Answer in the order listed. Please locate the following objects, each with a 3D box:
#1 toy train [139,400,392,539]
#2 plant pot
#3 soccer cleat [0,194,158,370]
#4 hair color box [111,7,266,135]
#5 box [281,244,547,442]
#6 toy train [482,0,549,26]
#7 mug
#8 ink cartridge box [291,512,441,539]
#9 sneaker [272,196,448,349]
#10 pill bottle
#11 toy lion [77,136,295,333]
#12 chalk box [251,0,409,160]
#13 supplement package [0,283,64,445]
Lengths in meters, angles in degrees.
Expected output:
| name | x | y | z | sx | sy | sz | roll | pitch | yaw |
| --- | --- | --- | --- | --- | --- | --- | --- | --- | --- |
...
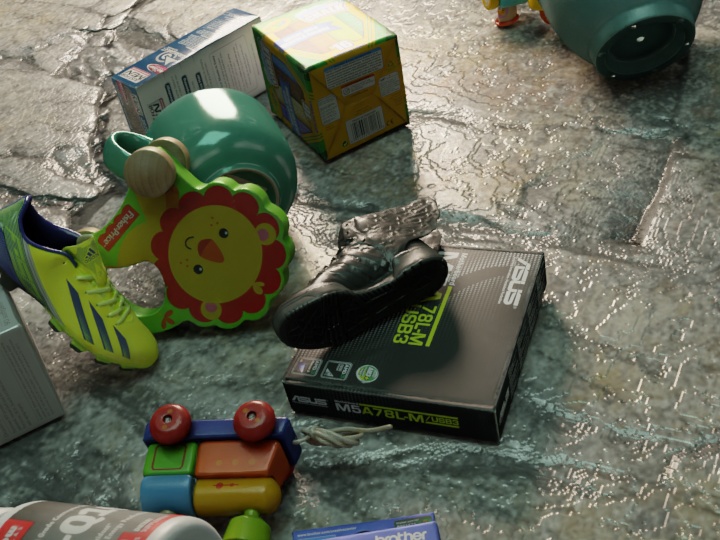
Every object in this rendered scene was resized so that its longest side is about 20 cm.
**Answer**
| name | x | y | z | sx | sy | sz | roll | pitch | yaw |
| --- | --- | --- | --- | --- | --- | --- | --- | --- | --- |
| toy train | -0.076 | 0.170 | 0.809 | 0.198 | 0.085 | 0.116 | -3 | 50 | 11 |
| plant pot | 0.313 | -0.309 | 1.211 | 0.198 | 0.201 | 0.135 | -12 | 66 | 1 |
| soccer cleat | -0.255 | 0.014 | 0.954 | 0.084 | 0.200 | 0.065 | -44 | 18 | 12 |
| hair color box | -0.207 | -0.241 | 1.316 | 0.200 | 0.101 | 0.060 | -38 | 45 | -28 |
| box | 0.054 | 0.054 | 0.935 | 0.192 | 0.048 | 0.201 | 4 | 43 | 24 |
| toy train | 0.252 | -0.363 | 1.383 | 0.199 | 0.056 | 0.150 | 9 | 30 | 30 |
| mug | -0.156 | -0.091 | 1.082 | 0.184 | 0.153 | 0.115 | -23 | 42 | -10 |
| ink cartridge box | 0.006 | 0.248 | 0.722 | 0.118 | 0.042 | 0.201 | -9 | 38 | 4 |
| sneaker | 0.000 | -0.002 | 0.940 | 0.198 | 0.060 | 0.104 | -22 | 41 | -16 |
| pill bottle | -0.200 | 0.223 | 0.734 | 0.198 | 0.114 | 0.114 | -1 | 39 | 27 |
| toy lion | -0.170 | -0.015 | 1.000 | 0.200 | 0.192 | 0.069 | -45 | 6 | 17 |
| chalk box | -0.046 | -0.245 | 1.259 | 0.124 | 0.124 | 0.200 | -26 | 41 | -17 |
| supplement package | -0.391 | 0.103 | 0.938 | 0.199 | 0.118 | 0.117 | -26 | 42 | -16 |
